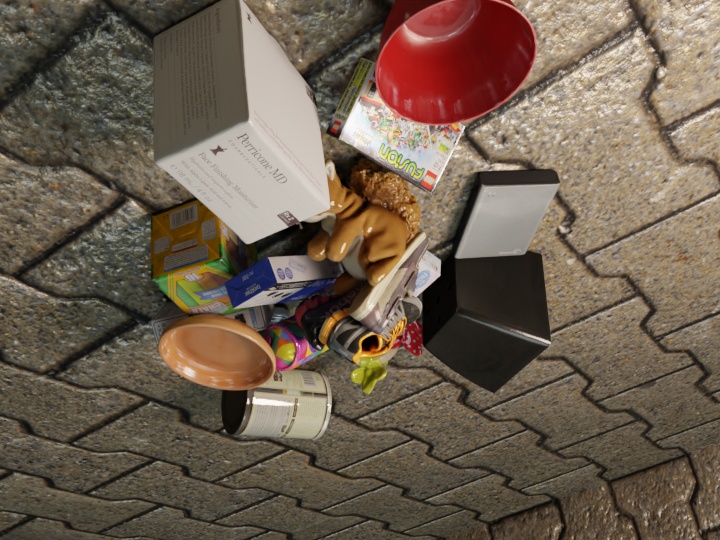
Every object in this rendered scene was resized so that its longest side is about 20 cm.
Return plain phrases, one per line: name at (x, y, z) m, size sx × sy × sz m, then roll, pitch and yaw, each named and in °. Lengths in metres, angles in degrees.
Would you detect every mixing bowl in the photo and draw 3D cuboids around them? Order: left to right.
mixing bowl at (0.105, -0.285, 1.014) m, size 0.194 × 0.111 × 0.202 m, roll -8°, pitch 147°, yaw -5°

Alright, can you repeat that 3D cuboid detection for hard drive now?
hard drive at (0.243, -0.093, 1.425) m, size 0.136 × 0.034 × 0.202 m, roll -4°, pitch 147°, yaw -11°

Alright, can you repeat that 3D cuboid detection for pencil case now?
pencil case at (-0.094, 0.112, 1.473) m, size 0.087 × 0.090 × 0.199 m, roll -29°, pitch 176°, yaw 28°

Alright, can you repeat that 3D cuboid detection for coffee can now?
coffee can at (-0.179, 0.279, 1.770) m, size 0.196 × 0.149 × 0.147 m, roll 10°, pitch 143°, yaw -29°

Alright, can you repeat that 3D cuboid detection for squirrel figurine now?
squirrel figurine at (-0.008, -0.094, 1.256) m, size 0.200 × 0.188 × 0.141 m, roll -44°, pitch -168°, yaw -17°

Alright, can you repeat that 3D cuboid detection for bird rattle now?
bird rattle at (0.033, 0.148, 1.683) m, size 0.161 × 0.114 × 0.199 m, roll 30°, pitch 129°, yaw -25°

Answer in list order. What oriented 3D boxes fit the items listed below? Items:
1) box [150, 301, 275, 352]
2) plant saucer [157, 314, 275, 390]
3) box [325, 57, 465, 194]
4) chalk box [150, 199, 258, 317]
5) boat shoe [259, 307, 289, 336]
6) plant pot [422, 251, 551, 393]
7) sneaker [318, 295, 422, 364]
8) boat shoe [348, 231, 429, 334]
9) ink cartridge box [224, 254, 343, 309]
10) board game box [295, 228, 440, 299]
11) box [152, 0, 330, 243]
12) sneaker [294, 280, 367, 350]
box at (-0.255, 0.079, 1.462) m, size 0.195 × 0.117 × 0.062 m, roll -13°, pitch 104°, yaw 5°
plant saucer at (-0.233, 0.131, 1.375) m, size 0.194 × 0.038 × 0.202 m, roll 5°, pitch 142°, yaw 4°
box at (0.052, -0.195, 1.153) m, size 0.198 × 0.035 × 0.112 m, roll 23°, pitch 96°, yaw -42°
chalk box at (-0.235, -0.004, 1.336) m, size 0.121 × 0.126 × 0.201 m, roll -16°, pitch 147°, yaw 11°
boat shoe at (-0.221, 0.131, 1.603) m, size 0.196 × 0.069 × 0.072 m, roll -20°, pitch 147°, yaw 15°
plant pot at (0.218, 0.075, 1.546) m, size 0.174 × 0.204 × 0.200 m, roll 18°, pitch 141°, yaw -17°
sneaker at (0.028, 0.093, 1.299) m, size 0.197 × 0.077 × 0.080 m, roll -20°, pitch 139°, yaw -38°
boat shoe at (0.054, 0.018, 1.279) m, size 0.065 × 0.201 × 0.071 m, roll 49°, pitch 139°, yaw -12°
ink cartridge box at (-0.112, 0.014, 1.294) m, size 0.093 × 0.045 × 0.199 m, roll -28°, pitch 169°, yaw 27°
board game box at (0.000, 0.000, 1.409) m, size 0.197 × 0.044 × 0.200 m, roll 35°, pitch 126°, yaw -18°
box at (-0.144, -0.179, 1.020) m, size 0.128 × 0.204 × 0.199 m, roll -20°, pitch 147°, yaw 18°
sneaker at (-0.012, 0.067, 1.357) m, size 0.197 × 0.099 × 0.071 m, roll -26°, pitch 136°, yaw 11°
